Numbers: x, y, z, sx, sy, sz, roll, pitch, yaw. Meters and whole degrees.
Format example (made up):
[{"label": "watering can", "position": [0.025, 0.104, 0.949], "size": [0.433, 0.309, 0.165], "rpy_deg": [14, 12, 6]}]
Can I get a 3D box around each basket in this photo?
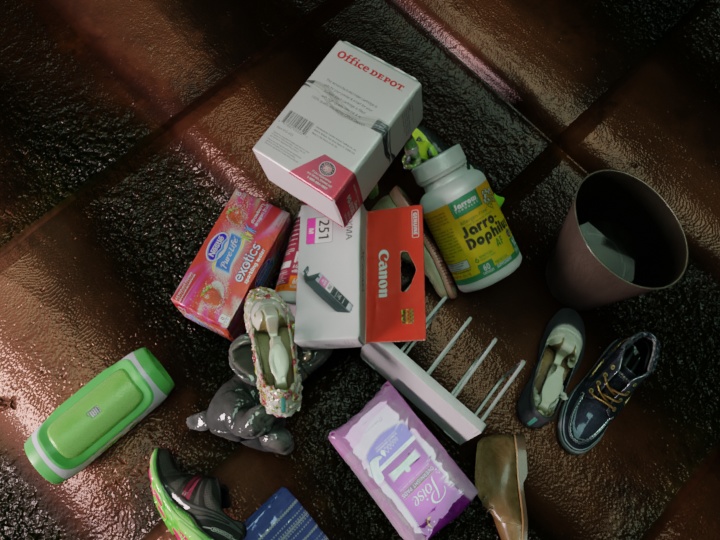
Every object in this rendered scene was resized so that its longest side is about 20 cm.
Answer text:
[{"label": "basket", "position": [0.358, -0.022, 0.918], "size": [0.134, 0.201, 0.182], "rpy_deg": [-30, 73, -11]}]

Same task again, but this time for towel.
[{"label": "towel", "position": [-0.092, 0.413, 0.821], "size": [0.144, 0.024, 0.201], "rpy_deg": [-39, 87, -26]}]

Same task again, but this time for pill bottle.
[{"label": "pill bottle", "position": [-0.061, -0.029, 0.954], "size": [0.107, 0.110, 0.205], "rpy_deg": [12, 71, 2]}, {"label": "pill bottle", "position": [0.157, -0.081, 0.944], "size": [0.111, 0.113, 0.203], "rpy_deg": [-28, 97, -12]}]

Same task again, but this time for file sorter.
[{"label": "file sorter", "position": [0.113, 0.126, 0.892], "size": [0.199, 0.139, 0.125], "rpy_deg": [39, 71, 11]}]

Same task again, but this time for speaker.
[{"label": "speaker", "position": [-0.364, 0.202, 0.876], "size": [0.199, 0.089, 0.089], "rpy_deg": [-40, 76, -14]}]

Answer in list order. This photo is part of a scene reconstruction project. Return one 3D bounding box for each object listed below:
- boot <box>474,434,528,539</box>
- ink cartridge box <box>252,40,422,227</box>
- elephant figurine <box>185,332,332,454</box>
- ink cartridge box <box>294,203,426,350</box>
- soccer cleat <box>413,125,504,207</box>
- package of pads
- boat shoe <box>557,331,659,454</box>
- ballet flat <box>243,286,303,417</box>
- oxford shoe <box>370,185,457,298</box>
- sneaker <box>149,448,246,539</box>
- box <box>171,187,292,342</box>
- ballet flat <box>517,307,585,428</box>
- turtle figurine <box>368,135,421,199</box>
[{"label": "boot", "position": [0.196, 0.331, 0.862], "size": [0.073, 0.074, 0.204], "rpy_deg": [0, 61, 6]}, {"label": "ink cartridge box", "position": [-0.025, -0.187, 0.839], "size": [0.143, 0.085, 0.202], "rpy_deg": [32, 77, 19]}, {"label": "elephant figurine", "position": [-0.128, 0.147, 0.889], "size": [0.153, 0.140, 0.204], "rpy_deg": [27, 64, -27]}, {"label": "ink cartridge box", "position": [0.000, 0.000, 0.840], "size": [0.169, 0.044, 0.205], "rpy_deg": [-6, 67, 15]}, {"label": "soccer cleat", "position": [0.157, -0.165, 1.035], "size": [0.081, 0.068, 0.201], "rpy_deg": [-38, 86, -31]}, {"label": "package of pads", "position": [0.057, 0.272, 0.871], "size": [0.120, 0.076, 0.201], "rpy_deg": [-38, 76, -11]}, {"label": "boat shoe", "position": [0.360, 0.174, 0.907], "size": [0.070, 0.091, 0.201], "rpy_deg": [35, 73, 10]}, {"label": "ballet flat", "position": [-0.112, 0.093, 0.821], "size": [0.074, 0.065, 0.203], "rpy_deg": [-10, 56, -15]}, {"label": "oxford shoe", "position": [0.086, -0.033, 0.995], "size": [0.073, 0.071, 0.203], "rpy_deg": [-33, 74, 14]}, {"label": "sneaker", "position": [-0.222, 0.311, 0.835], "size": [0.083, 0.078, 0.199], "rpy_deg": [-24, 45, -35]}, {"label": "box", "position": [-0.189, -0.007, 0.949], "size": [0.098, 0.096, 0.203], "rpy_deg": [24, 71, 8]}, {"label": "ballet flat", "position": [0.296, 0.141, 0.929], "size": [0.072, 0.073, 0.203], "rpy_deg": [27, 72, 8]}, {"label": "turtle figurine", "position": [0.014, -0.179, 0.969], "size": [0.143, 0.199, 0.196], "rpy_deg": [40, 51, -11]}]
